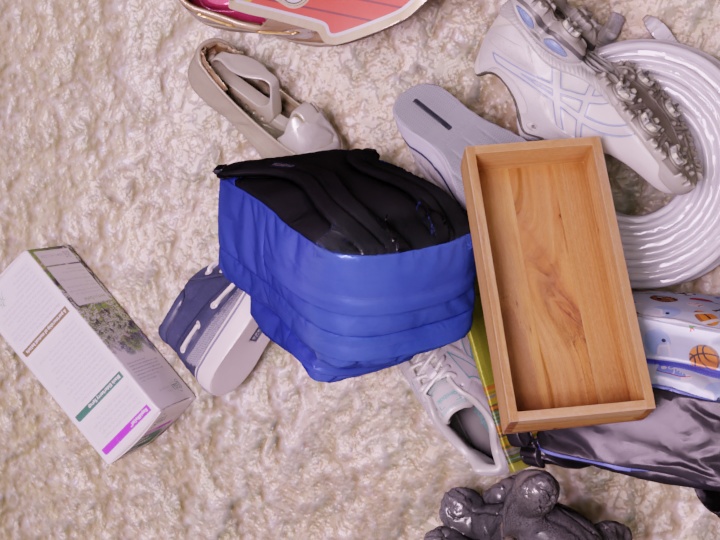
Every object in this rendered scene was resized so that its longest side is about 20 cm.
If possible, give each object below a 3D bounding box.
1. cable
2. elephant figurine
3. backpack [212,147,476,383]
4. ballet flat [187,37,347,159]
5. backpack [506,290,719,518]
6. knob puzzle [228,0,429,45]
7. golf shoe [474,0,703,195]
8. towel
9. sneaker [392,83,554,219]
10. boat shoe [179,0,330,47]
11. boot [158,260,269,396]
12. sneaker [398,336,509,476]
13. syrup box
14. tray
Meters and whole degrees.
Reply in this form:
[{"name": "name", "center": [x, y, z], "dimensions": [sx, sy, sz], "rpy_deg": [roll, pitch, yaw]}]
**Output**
[{"name": "cable", "center": [0.224, -0.084, 0.915], "dimensions": [0.200, 0.069, 0.200], "rpy_deg": [40, 105, 10]}, {"name": "elephant figurine", "center": [0.145, 0.229, 0.899], "dimensions": [0.200, 0.154, 0.143], "rpy_deg": [-25, 67, 60]}, {"name": "backpack", "center": [0.000, 0.000, 0.891], "dimensions": [0.200, 0.162, 0.169], "rpy_deg": [30, 130, 51]}, {"name": "ballet flat", "center": [-0.072, -0.133, 0.998], "dimensions": [0.200, 0.069, 0.070], "rpy_deg": [39, 105, 10]}, {"name": "backpack", "center": [0.235, 0.091, 0.866], "dimensions": [0.199, 0.190, 0.155], "rpy_deg": [15, 94, 21]}, {"name": "knob puzzle", "center": [-0.005, -0.280, 0.913], "dimensions": [0.218, 0.030, 0.222], "rpy_deg": [2, 97, 18]}, {"name": "golf shoe", "center": [0.170, -0.121, 0.867], "dimensions": [0.200, 0.078, 0.097], "rpy_deg": [51, 126, 12]}, {"name": "towel", "center": [0.125, 0.061, 0.953], "dimensions": [0.018, 0.086, 0.202], "rpy_deg": [-19, 88, 49]}, {"name": "sneaker", "center": [0.099, -0.079, 0.918], "dimensions": [0.073, 0.071, 0.200], "rpy_deg": [-35, 48, 0]}, {"name": "boat shoe", "center": [-0.069, -0.235, 0.992], "dimensions": [0.198, 0.069, 0.074], "rpy_deg": [4, 96, 17]}, {"name": "boot", "center": [-0.102, 0.008, 1.028], "dimensions": [0.090, 0.073, 0.200], "rpy_deg": [40, 94, 29]}, {"name": "sneaker", "center": [0.074, 0.088, 0.973], "dimensions": [0.070, 0.080, 0.201], "rpy_deg": [-41, 81, 18]}, {"name": "syrup box", "center": [-0.256, 0.076, 1.073], "dimensions": [0.081, 0.079, 0.200], "rpy_deg": [-43, 82, 16]}, {"name": "tray", "center": [0.132, 0.007, 0.792], "dimensions": [0.098, 0.037, 0.202], "rpy_deg": [-5, 69, -5]}]
